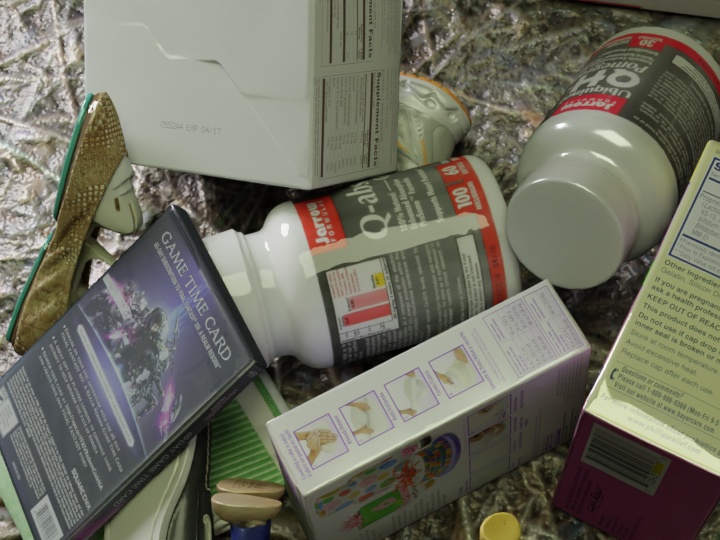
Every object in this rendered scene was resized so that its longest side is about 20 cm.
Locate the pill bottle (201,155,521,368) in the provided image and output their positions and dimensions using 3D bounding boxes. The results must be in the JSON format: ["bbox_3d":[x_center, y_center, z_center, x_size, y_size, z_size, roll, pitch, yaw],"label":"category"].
[{"bbox_3d":[0.000,0.000,1.122,0.198,0.116,0.117,-15,62,-8],"label":"pill bottle"}]

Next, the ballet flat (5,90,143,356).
[{"bbox_3d":[-0.185,-0.024,1.144,0.065,0.202,0.071,21,23,0],"label":"ballet flat"}]

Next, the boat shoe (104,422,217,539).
[{"bbox_3d":[-0.122,0.171,1.059,0.073,0.060,0.202,-21,51,38],"label":"boat shoe"}]

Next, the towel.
[{"bbox_3d":[-0.143,0.128,1.129,0.199,0.023,0.153,-30,64,-9],"label":"towel"}]

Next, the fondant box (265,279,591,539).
[{"bbox_3d":[0.046,0.100,1.057,0.199,0.145,0.059,-27,64,-9],"label":"fondant box"}]

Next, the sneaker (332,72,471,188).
[{"bbox_3d":[-0.025,-0.109,1.212,0.198,0.076,0.093,18,70,15],"label":"sneaker"}]

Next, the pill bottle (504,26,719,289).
[{"bbox_3d":[0.170,-0.074,1.115,0.110,0.112,0.200,22,41,15],"label":"pill bottle"}]

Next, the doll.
[{"bbox_3d":[-0.073,0.232,1.012,0.048,0.136,0.202,5,95,0],"label":"doll"}]

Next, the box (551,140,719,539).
[{"bbox_3d":[0.210,0.056,1.044,0.096,0.176,0.201,25,68,11],"label":"box"}]

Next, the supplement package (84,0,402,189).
[{"bbox_3d":[-0.082,-0.149,1.143,0.198,0.111,0.158,10,104,32],"label":"supplement package"}]

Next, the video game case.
[{"bbox_3d":[-0.159,0.073,1.079,0.200,0.019,0.143,-43,53,15],"label":"video game case"}]

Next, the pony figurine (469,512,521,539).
[{"bbox_3d":[0.044,0.224,0.989,0.191,0.201,0.168,-9,54,-17],"label":"pony figurine"}]

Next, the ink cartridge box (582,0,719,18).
[{"bbox_3d":[0.226,-0.306,1.283,0.145,0.083,0.202,8,64,9],"label":"ink cartridge box"}]
